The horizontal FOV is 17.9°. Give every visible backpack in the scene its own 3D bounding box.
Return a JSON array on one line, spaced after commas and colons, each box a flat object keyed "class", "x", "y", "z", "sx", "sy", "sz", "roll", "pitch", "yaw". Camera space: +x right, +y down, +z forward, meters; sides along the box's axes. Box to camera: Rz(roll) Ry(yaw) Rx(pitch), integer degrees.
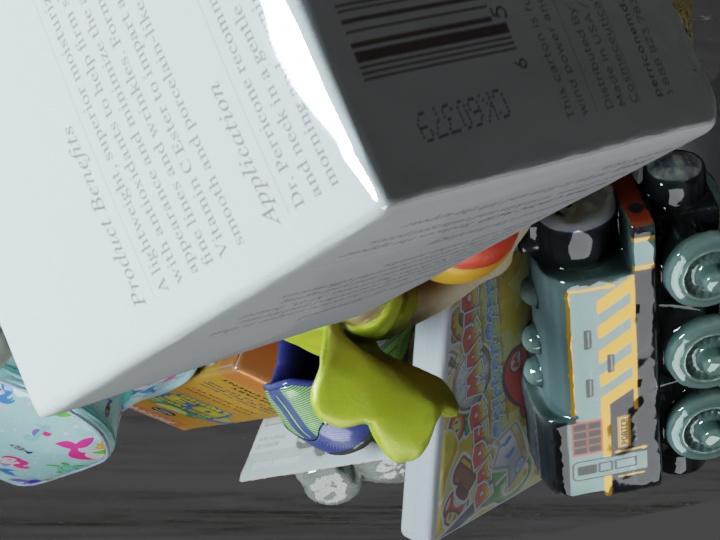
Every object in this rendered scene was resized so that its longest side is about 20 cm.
[{"class": "backpack", "x": -0.183, "y": 0.023, "z": 1.264, "sx": 0.199, "sy": 0.151, "sz": 0.177, "roll": -23, "pitch": 136, "yaw": 40}]

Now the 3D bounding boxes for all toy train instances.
[{"class": "toy train", "x": 0.138, "y": 0.030, "z": 1.170, "sx": 0.113, "sy": 0.085, "sz": 0.201, "roll": -11, "pitch": 129, "yaw": -5}]

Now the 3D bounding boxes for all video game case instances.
[{"class": "video game case", "x": 0.089, "y": 0.026, "z": 1.221, "sx": 0.023, "sy": 0.201, "sz": 0.182, "roll": 19, "pitch": -154, "yaw": 34}]

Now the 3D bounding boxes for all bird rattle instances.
[{"class": "bird rattle", "x": 0.022, "y": -0.025, "z": 1.044, "sx": 0.163, "sy": 0.113, "sz": 0.201, "roll": -29, "pitch": 144, "yaw": -34}]

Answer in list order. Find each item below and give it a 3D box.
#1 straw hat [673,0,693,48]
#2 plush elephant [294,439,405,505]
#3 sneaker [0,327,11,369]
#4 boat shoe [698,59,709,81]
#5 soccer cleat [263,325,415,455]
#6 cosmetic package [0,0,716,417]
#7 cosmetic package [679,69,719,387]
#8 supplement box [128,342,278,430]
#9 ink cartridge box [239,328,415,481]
[{"class": "straw hat", "x": 0.104, "y": -0.101, "z": 0.997, "sx": 0.199, "sy": 0.086, "sz": 0.201, "roll": -5, "pitch": 168, "yaw": -1}, {"class": "plush elephant", "x": 0.024, "y": 0.087, "z": 1.637, "sx": 0.163, "sy": 0.156, "sz": 0.200, "roll": -9, "pitch": 168, "yaw": 11}, {"class": "sneaker", "x": -0.186, "y": -0.008, "z": 1.064, "sx": 0.075, "sy": 0.200, "sz": 0.089, "roll": 18, "pitch": 152, "yaw": 54}, {"class": "boat shoe", "x": 0.095, "y": -0.078, "z": 1.135, "sx": 0.199, "sy": 0.068, "sz": 0.072, "roll": 4, "pitch": 164, "yaw": -37}, {"class": "soccer cleat", "x": 0.001, "y": 0.000, "z": 1.210, "sx": 0.064, "sy": 0.201, "sz": 0.084, "roll": -15, "pitch": 137, "yaw": 42}, {"class": "cosmetic package", "x": -0.026, "y": -0.072, "z": 0.762, "sx": 0.164, "sy": 0.166, "sz": 0.200, "roll": -16, "pitch": 172, "yaw": -43}, {"class": "cosmetic package", "x": 0.289, "y": -0.023, "z": 1.252, "sx": 0.198, "sy": 0.168, "sz": 0.167, "roll": -4, "pitch": 168, "yaw": -2}, {"class": "supplement box", "x": -0.077, "y": 0.048, "z": 1.317, "sx": 0.066, "sy": 0.069, "sz": 0.200, "roll": 24, "pitch": 164, "yaw": -22}, {"class": "ink cartridge box", "x": 0.023, "y": 0.032, "z": 1.290, "sx": 0.057, "sy": 0.201, "sz": 0.162, "roll": 29, "pitch": 155, "yaw": -28}]
